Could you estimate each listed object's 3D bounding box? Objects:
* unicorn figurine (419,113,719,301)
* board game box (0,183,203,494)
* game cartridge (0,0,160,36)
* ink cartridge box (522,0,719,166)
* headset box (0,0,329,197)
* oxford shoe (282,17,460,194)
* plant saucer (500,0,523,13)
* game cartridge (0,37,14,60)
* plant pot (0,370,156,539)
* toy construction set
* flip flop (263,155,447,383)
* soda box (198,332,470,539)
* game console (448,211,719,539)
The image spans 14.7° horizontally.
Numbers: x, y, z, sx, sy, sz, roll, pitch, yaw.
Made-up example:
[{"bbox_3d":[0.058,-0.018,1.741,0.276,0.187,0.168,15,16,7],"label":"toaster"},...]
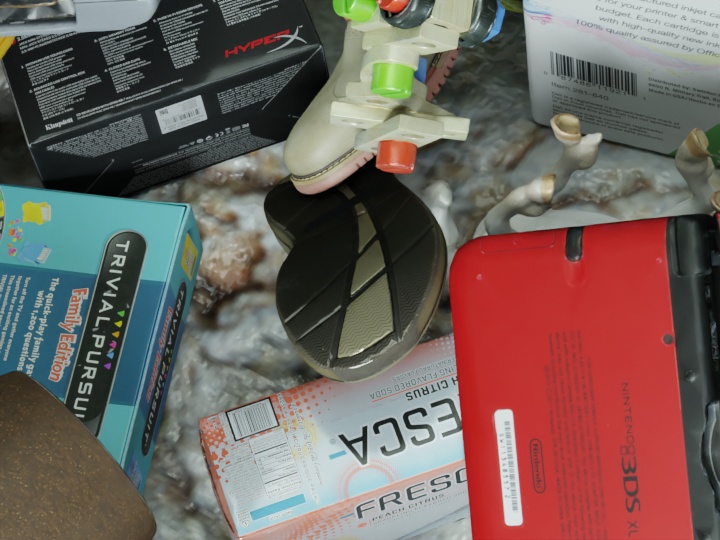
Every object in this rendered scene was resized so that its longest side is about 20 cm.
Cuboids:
[{"bbox_3d":[0.095,-0.017,1.273,0.200,0.137,0.074,23,55,2],"label":"unicorn figurine"},{"bbox_3d":[-0.188,0.033,1.309,0.200,0.047,0.151,7,62,10],"label":"board game box"},{"bbox_3d":[-0.176,-0.152,1.297,0.200,0.042,0.133,-2,29,13],"label":"game cartridge"},{"bbox_3d":[0.153,-0.135,1.276,0.145,0.200,0.084,14,64,13],"label":"ink cartridge box"},{"bbox_3d":[-0.114,-0.146,1.382,0.149,0.077,0.200,-20,60,-4],"label":"headset box"},{"bbox_3d":[0.013,-0.128,1.305,0.200,0.074,0.071,-58,26,-13],"label":"oxford shoe"},{"bbox_3d":[0.007,-0.241,1.392,0.200,0.048,0.200,25,58,-28],"label":"plant saucer"},{"bbox_3d":[-0.273,-0.084,1.346,0.200,0.032,0.176,20,70,39],"label":"game cartridge"},{"bbox_3d":[-0.189,0.140,1.169,0.200,0.187,0.187,-42,65,-15],"label":"plant pot"},{"bbox_3d":[0.013,-0.143,1.215,0.092,0.131,0.200,-4,90,-36],"label":"toy construction set"},{"bbox_3d":[0.000,0.000,1.268,0.081,0.058,0.200,-27,23,1],"label":"flip flop"},{"bbox_3d":[0.032,0.074,1.250,0.200,0.068,0.064,-18,64,-4],"label":"soda box"},{"bbox_3d":[0.144,0.077,1.206,0.172,0.119,0.200,-6,89,27],"label":"game console"}]
